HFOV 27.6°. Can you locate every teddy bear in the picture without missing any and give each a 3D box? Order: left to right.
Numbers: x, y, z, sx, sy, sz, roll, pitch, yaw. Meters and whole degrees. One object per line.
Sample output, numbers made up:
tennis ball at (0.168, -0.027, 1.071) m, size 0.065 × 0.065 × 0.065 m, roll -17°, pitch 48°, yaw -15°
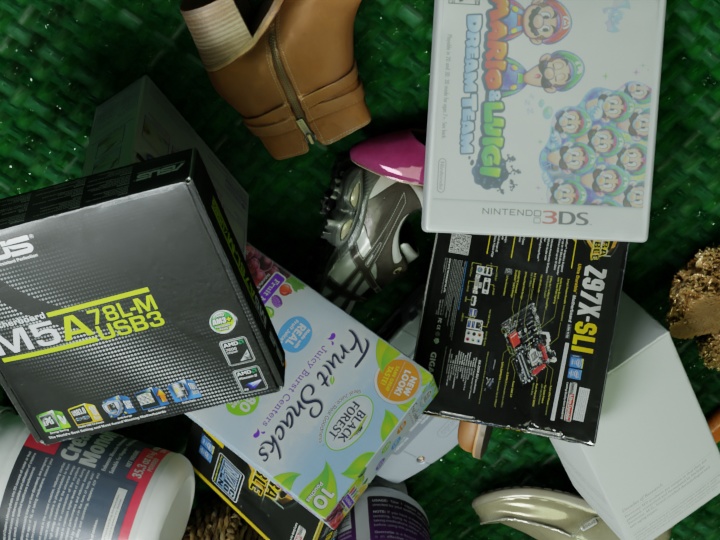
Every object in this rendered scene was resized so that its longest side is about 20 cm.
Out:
teddy bear at (0.359, 0.029, 1.314) m, size 0.198 × 0.067 × 0.146 m, roll 0°, pitch 136°, yaw -11°

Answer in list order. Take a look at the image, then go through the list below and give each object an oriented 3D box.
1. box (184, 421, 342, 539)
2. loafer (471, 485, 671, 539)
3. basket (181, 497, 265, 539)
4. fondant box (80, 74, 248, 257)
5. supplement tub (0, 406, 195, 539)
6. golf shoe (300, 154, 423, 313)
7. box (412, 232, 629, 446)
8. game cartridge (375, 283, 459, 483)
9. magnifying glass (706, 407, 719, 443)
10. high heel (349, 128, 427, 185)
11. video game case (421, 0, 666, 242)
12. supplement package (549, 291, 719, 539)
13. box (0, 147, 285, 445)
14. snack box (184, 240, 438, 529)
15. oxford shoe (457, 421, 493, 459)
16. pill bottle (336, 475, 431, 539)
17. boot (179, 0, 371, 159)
box at (-0.074, 0.152, 1.296) m, size 0.160 × 0.049 × 0.201 m, roll 42°, pitch 140°, yaw 19°
loafer at (0.205, 0.252, 1.429) m, size 0.198 × 0.069 × 0.076 m, roll 5°, pitch 168°, yaw 9°
basket at (-0.144, 0.318, 1.401) m, size 0.148 × 0.201 × 0.143 m, roll -25°, pitch 121°, yaw 17°
fondant box at (-0.151, -0.039, 1.138) m, size 0.058 × 0.201 × 0.144 m, roll -29°, pitch 122°, yaw 17°
supplement tub at (-0.262, 0.209, 1.328) m, size 0.198 × 0.141 × 0.141 m, roll 17°, pitch 126°, yaw 6°
golf shoe at (0.000, 0.000, 1.254) m, size 0.094 × 0.078 × 0.201 m, roll 11°, pitch 126°, yaw -12°
box at (0.132, 0.031, 1.206) m, size 0.158 × 0.049 × 0.202 m, roll 9°, pitch 85°, yaw 8°
game cartridge at (0.053, 0.111, 1.365) m, size 0.133 × 0.041 × 0.200 m, roll 31°, pitch 119°, yaw -20°
magnifying glass at (0.308, 0.192, 1.451) m, size 0.079 × 0.022 × 0.200 m, roll 31°, pitch 121°, yaw -23°
high heel at (0.092, -0.120, 1.180) m, size 0.198 × 0.068 × 0.097 m, roll 3°, pitch 119°, yaw -2°
video game case at (0.143, -0.126, 1.146) m, size 0.180 × 0.024 × 0.202 m, roll 3°, pitch 96°, yaw -5°
supplement package at (0.232, 0.129, 1.320) m, size 0.117 × 0.117 × 0.201 m, roll -33°, pitch 124°, yaw -5°
box at (-0.174, 0.024, 1.031) m, size 0.198 × 0.048 × 0.194 m, roll -13°, pitch 129°, yaw 10°
snack box at (-0.058, 0.089, 1.177) m, size 0.143 × 0.199 × 0.053 m, roll -52°, pitch 161°, yaw -9°
oxford shoe at (0.093, 0.061, 1.270) m, size 0.071 × 0.071 × 0.202 m, roll 2°, pitch 85°, yaw 11°
pill bottle at (0.015, 0.286, 1.386) m, size 0.111 × 0.201 × 0.113 m, roll -2°, pitch 128°, yaw -2°
boot at (-0.023, -0.175, 1.129) m, size 0.199 × 0.074 × 0.155 m, roll -15°, pitch 126°, yaw 23°
